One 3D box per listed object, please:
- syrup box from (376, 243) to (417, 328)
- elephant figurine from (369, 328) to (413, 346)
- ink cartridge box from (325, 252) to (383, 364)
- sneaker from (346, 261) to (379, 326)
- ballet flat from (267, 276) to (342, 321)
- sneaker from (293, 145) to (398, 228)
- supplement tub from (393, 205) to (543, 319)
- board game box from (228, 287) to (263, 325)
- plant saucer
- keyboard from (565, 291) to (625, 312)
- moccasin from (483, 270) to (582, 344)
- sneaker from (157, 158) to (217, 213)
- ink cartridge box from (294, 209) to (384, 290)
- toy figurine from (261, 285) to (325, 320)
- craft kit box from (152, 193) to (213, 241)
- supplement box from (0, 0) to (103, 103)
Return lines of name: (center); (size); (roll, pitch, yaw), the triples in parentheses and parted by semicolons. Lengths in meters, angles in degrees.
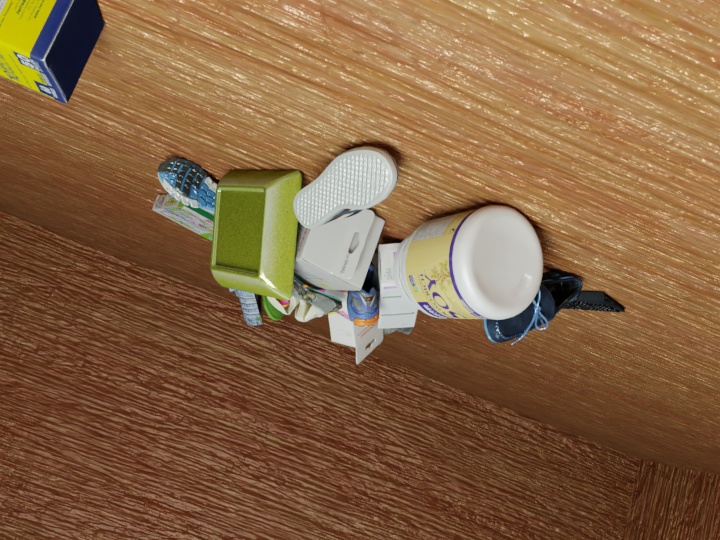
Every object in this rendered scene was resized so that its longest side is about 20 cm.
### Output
syrup box: (0.070, 0.033, 1.175); (0.079, 0.081, 0.201); (-2, 152, -3)
elephant figurine: (0.061, 0.078, 1.445); (0.142, 0.156, 0.198); (45, -143, 16)
ink cartridge box: (-0.011, 0.073, 1.284); (0.066, 0.205, 0.116); (10, -152, 33)
sneaker: (0.000, 0.000, 1.134); (0.073, 0.203, 0.080); (-7, 139, -15)
ballet flat: (-0.110, 0.051, 1.107); (0.071, 0.074, 0.199); (8, 163, 42)
sneaker: (-0.009, -0.118, 0.841); (0.079, 0.080, 0.198); (-27, -173, -41)
supplement tub: (0.144, -0.006, 0.887); (0.143, 0.149, 0.199); (25, 166, -22)
board game box: (-0.257, -0.021, 1.334); (0.060, 0.203, 0.203); (-10, 135, -3)
plant saucer: (-0.184, -0.064, 1.023); (0.197, 0.206, 0.047); (8, -176, 43)
keyboard: (0.348, 0.061, 1.093); (0.103, 0.041, 0.198); (27, 165, -30)
moccasin: (0.260, 0.042, 0.932); (0.067, 0.198, 0.082); (-8, 109, 52)
sneaker: (-0.295, -0.144, 1.185); (0.197, 0.077, 0.086); (28, 171, -29)
ink cartridge box: (-0.061, -0.049, 1.070); (0.123, 0.132, 0.198); (26, 165, -26)
toy figurine: (-0.110, 0.015, 1.433); (0.179, 0.202, 0.153); (-4, 127, 16)
craft kit box: (-0.356, -0.117, 1.450); (0.198, 0.050, 0.195); (30, 167, -35)
supplement box: (-0.394, -0.284, 0.660); (0.196, 0.112, 0.109); (23, 167, -9)
